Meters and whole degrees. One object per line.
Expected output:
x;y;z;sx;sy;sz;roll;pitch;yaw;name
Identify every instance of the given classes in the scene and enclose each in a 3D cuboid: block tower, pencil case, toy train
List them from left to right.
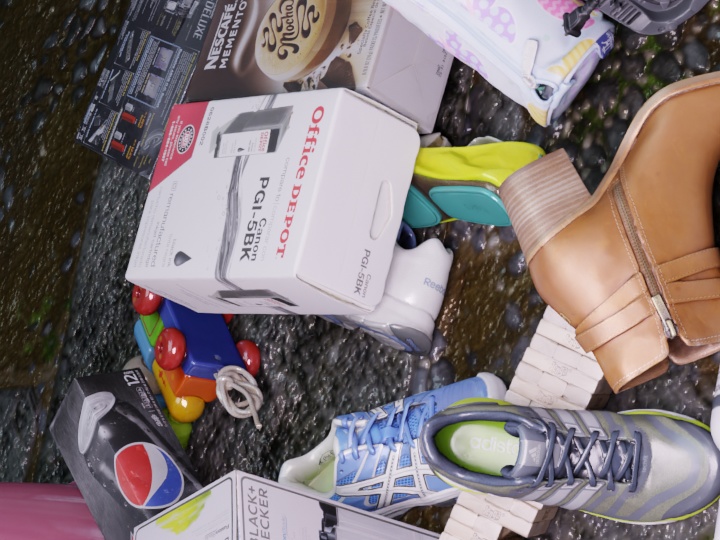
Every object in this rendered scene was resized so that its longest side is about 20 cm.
-0.136;0.101;1.753;0.116;0.084;0.200;-62;35;27;toy train
0.077;-0.184;1.519;0.091;0.200;0.083;-43;-14;-39;pencil case
0.116;0.106;1.420;0.058;0.054;0.201;24;95;18;block tower

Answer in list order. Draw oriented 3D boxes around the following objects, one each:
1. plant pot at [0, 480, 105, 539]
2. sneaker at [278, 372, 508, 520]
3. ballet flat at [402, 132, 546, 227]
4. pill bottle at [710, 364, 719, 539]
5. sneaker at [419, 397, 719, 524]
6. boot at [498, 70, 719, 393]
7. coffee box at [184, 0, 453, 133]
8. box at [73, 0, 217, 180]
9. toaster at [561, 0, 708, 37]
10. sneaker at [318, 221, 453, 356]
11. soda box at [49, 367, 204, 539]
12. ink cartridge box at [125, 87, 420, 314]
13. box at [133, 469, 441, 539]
-0.262;0.250;1.754;0.200;0.178;0.201;-26;54;43;plant pot
0.024;0.128;1.525;0.200;0.077;0.076;-36;45;35;sneaker
0.061;-0.069;1.600;0.199;0.067;0.067;4;55;51;ballet flat
0.258;0.061;1.217;0.119;0.119;0.201;-2;72;52;pill bottle
0.125;0.117;1.344;0.199;0.081;0.074;1;87;19;sneaker
0.202;-0.026;1.372;0.199;0.074;0.155;-29;72;0;boot
-0.027;-0.164;1.656;0.199;0.080;0.114;-1;67;45;coffee box
-0.167;-0.182;1.954;0.157;0.050;0.201;25;94;54;box
0.200;-0.252;1.457;0.200;0.113;0.130;-43;39;30;toaster
0.000;0.000;1.641;0.199;0.074;0.087;21;81;47;sneaker
-0.166;0.175;1.703;0.201;0.063;0.071;58;136;27;soda box
-0.066;-0.049;1.606;0.199;0.083;0.148;-2;70;48;ink cartridge box
-0.040;0.202;1.467;0.116;0.199;0.060;-33;49;40;box
